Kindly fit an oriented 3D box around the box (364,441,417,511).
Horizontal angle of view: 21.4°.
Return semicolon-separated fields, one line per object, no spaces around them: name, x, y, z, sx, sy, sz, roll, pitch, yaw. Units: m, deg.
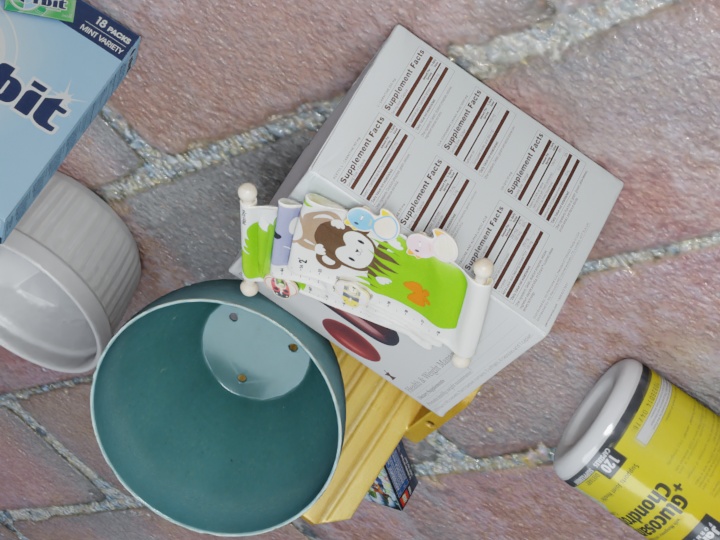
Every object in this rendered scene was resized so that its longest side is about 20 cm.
box;-0.051;0.155;1.851;0.198;0.040;0.138;13;144;30

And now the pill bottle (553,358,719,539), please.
pill bottle;0.260;0.167;1.508;0.199;0.112;0.112;34;150;-3

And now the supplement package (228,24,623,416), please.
supplement package;0.044;-0.030;1.387;0.199;0.148;0.191;34;150;-5

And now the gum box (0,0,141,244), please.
gum box;-0.293;-0.146;1.478;0.169;0.201;0.045;32;151;1

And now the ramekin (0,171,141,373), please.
ramekin;-0.299;-0.008;1.781;0.199;0.105;0.201;23;148;15

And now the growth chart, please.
growth chart;0.000;0.000;1.307;0.198;0.018;0.145;20;146;18

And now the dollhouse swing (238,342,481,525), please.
dollhouse swing;-0.020;0.087;1.590;0.199;0.176;0.182;37;150;-6

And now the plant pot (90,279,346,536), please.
plant pot;-0.098;0.088;1.506;0.198;0.135;0.202;4;114;10
